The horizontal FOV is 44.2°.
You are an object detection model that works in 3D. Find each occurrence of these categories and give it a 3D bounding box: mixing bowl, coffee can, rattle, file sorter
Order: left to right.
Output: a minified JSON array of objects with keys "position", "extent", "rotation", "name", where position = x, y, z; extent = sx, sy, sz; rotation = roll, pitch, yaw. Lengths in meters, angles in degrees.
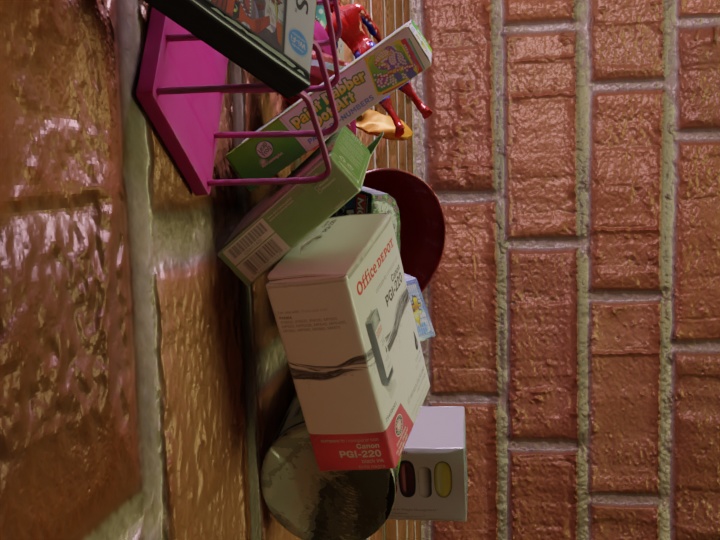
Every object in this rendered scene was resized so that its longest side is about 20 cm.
[{"position":[-0.081,-0.183,0.703],"extent":[0.139,0.124,0.202],"rotation":[74,17,-64],"name":"file sorter"},{"position":[-0.022,0.193,1.013],"extent":[0.200,0.144,0.148],"rotation":[-66,154,-70],"name":"coffee can"},{"position":[-0.004,-0.288,1.235],"extent":[0.130,0.141,0.203],"rotation":[-12,107,-63],"name":"rattle"},{"position":[0.000,-0.049,1.160],"extent":[0.108,0.198,0.202],"rotation":[39,-41,56],"name":"mixing bowl"}]

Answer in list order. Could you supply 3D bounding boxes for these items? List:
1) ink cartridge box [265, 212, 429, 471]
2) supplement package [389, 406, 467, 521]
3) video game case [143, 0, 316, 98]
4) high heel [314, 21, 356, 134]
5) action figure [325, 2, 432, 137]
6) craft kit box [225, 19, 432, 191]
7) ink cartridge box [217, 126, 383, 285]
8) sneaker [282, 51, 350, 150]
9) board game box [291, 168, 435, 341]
[{"position":[-0.005,0.065,0.841],"extent":[0.146,0.084,0.202],"rotation":[-55,134,-58],"name":"ink cartridge box"},{"position":[0.137,0.421,1.934],"extent":[0.147,0.189,0.202],"rotation":[-77,163,-62],"name":"supplement package"},{"position":[-0.100,-0.234,0.561],"extent":[0.199,0.025,0.183],"rotation":[29,55,-41],"name":"video game case"},{"position":[-0.048,-0.219,1.132],"extent":[0.096,0.067,0.202],"rotation":[-96,167,-66],"name":"high heel"},{"position":[0.014,-0.261,1.133],"extent":[0.201,0.065,0.099],"rotation":[58,1,6],"name":"action figure"},{"position":[-0.022,-0.166,0.859],"extent":[0.049,0.199,0.198],"rotation":[55,14,-9],"name":"craft kit box"},{"position":[-0.051,-0.080,0.860],"extent":[0.048,0.145,0.200],"rotation":[45,22,-13],"name":"ink cartridge box"},{"position":[-0.062,-0.192,1.012],"extent":[0.199,0.078,0.117],"rotation":[-7,118,-61],"name":"sneaker"},{"position":[0.000,0.000,0.992],"extent":[0.061,0.199,0.202],"rotation":[-13,114,-38],"name":"board game box"}]
